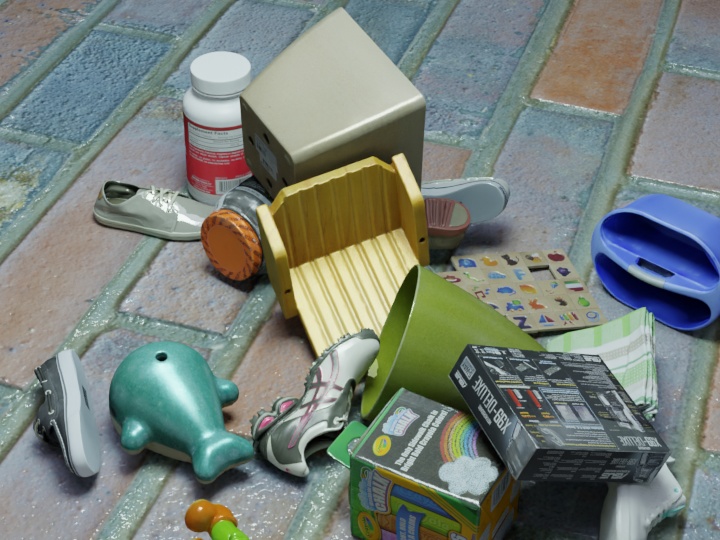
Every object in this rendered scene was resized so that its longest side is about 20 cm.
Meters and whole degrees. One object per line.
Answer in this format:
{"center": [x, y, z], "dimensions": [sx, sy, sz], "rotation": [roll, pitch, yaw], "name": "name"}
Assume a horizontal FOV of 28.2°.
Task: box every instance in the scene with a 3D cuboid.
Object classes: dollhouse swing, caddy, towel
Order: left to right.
{"center": [0.000, 0.000, 1.752], "dimensions": [0.198, 0.183, 0.177], "rotation": [-19, 49, -10], "name": "dollhouse swing"}
{"center": [0.279, 0.124, 1.702], "dimensions": [0.148, 0.031, 0.201], "rotation": [-19, 29, 22], "name": "towel"}
{"center": [0.392, -0.010, 1.846], "dimensions": [0.199, 0.143, 0.105], "rotation": [28, 41, 32], "name": "caddy"}

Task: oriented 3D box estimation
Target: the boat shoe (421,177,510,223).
{"center": [0.114, -0.097, 1.992], "dimensions": [0.200, 0.075, 0.086], "rotation": [-12, 13, 24], "name": "boat shoe"}

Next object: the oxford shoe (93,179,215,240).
{"center": [-0.278, -0.087, 1.997], "dimensions": [0.198, 0.058, 0.075], "rotation": [9, 35, 7], "name": "oxford shoe"}

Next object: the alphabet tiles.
{"center": [0.205, 0.028, 1.886], "dimensions": [0.198, 0.008, 0.168], "rotation": [-4, 38, -16], "name": "alphabet tiles"}

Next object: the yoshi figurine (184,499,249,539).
{"center": [-0.132, 0.325, 1.428], "dimensions": [0.111, 0.113, 0.200], "rotation": [-33, 49, -16], "name": "yoshi figurine"}

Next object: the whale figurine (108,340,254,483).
{"center": [-0.205, 0.156, 1.639], "dimensions": [0.158, 0.105, 0.200], "rotation": [-24, 44, -30], "name": "whale figurine"}

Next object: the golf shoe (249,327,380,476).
{"center": [-0.036, 0.155, 1.660], "dimensions": [0.088, 0.077, 0.200], "rotation": [35, 69, 27], "name": "golf shoe"}

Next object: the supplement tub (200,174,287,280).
{"center": [-0.115, -0.075, 1.931], "dimensions": [0.122, 0.124, 0.200], "rotation": [26, 43, 29], "name": "supplement tub"}

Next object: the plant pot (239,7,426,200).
{"center": [-0.046, -0.175, 1.838], "dimensions": [0.176, 0.201, 0.200], "rotation": [-28, 58, -19], "name": "plant pot"}

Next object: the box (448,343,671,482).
{"center": [0.213, 0.153, 1.528], "dimensions": [0.198, 0.050, 0.158], "rotation": [6, 36, -35], "name": "box"}

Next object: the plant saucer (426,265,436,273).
{"center": [0.011, 0.012, 1.881], "dimensions": [0.198, 0.051, 0.201], "rotation": [0, 37, 0], "name": "plant saucer"}

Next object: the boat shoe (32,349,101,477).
{"center": [-0.346, 0.169, 1.654], "dimensions": [0.066, 0.070, 0.201], "rotation": [-22, 43, -2], "name": "boat shoe"}

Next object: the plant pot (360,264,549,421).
{"center": [0.124, 0.116, 1.664], "dimensions": [0.198, 0.188, 0.188], "rotation": [21, 37, -6], "name": "plant pot"}

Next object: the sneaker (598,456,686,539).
{"center": [0.311, 0.254, 1.560], "dimensions": [0.088, 0.076, 0.201], "rotation": [18, 37, 3], "name": "sneaker"}

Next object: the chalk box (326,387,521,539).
{"center": [0.062, 0.223, 1.545], "dimensions": [0.198, 0.125, 0.125], "rotation": [19, 41, 24], "name": "chalk box"}

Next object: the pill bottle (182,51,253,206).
{"center": [-0.194, -0.200, 2.027], "dimensions": [0.111, 0.202, 0.113], "rotation": [1, 36, -1], "name": "pill bottle"}

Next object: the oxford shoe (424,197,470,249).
{"center": [0.044, -0.058, 1.920], "dimensions": [0.198, 0.075, 0.071], "rotation": [9, 52, -2], "name": "oxford shoe"}
